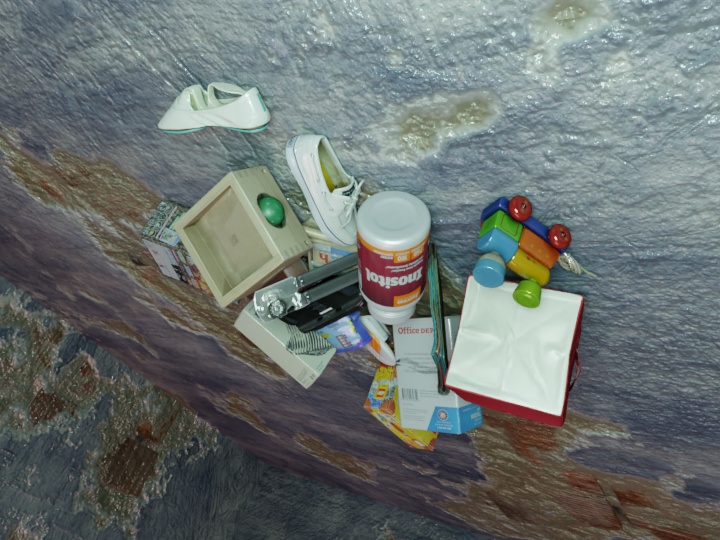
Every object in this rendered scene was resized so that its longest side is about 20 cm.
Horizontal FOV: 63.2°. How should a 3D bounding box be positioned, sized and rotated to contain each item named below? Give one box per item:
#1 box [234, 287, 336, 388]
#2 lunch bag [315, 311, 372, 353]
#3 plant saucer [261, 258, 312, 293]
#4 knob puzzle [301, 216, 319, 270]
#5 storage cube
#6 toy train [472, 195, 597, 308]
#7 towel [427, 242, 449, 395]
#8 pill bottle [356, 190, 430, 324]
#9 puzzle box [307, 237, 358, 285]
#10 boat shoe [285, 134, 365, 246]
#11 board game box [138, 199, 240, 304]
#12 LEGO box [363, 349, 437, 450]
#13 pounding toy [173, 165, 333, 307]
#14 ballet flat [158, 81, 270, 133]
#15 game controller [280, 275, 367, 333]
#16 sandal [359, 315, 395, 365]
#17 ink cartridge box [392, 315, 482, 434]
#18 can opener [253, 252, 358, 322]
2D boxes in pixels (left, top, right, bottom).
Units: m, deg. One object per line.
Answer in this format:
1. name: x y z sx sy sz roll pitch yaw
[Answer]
1. box: -0.151 0.135 1.175 0.199 0.083 0.069 40 136 -3
2. lunch bag: -0.074 0.097 1.200 0.197 0.094 0.153 -8 122 49
3. plant saucer: -0.173 -0.012 1.098 0.198 0.035 0.203 33 150 21
4. knob puzzle: -0.072 -0.009 1.131 0.214 0.031 0.222 20 151 11
5. storage cube: 0.239 0.127 0.900 0.194 0.176 0.180 12 167 22
6. toy train: 0.242 0.001 0.794 0.197 0.118 0.084 32 152 -12
7. towel: 0.124 0.079 0.942 0.021 0.205 0.148 -5 145 9
8. pill bottle: 0.050 -0.012 0.906 0.110 0.114 0.203 16 141 16
9. puzzle box: 0.000 0.000 1.049 0.194 0.026 0.135 13 143 9
10. boat shoe: -0.030 -0.119 0.880 0.084 0.075 0.205 1 133 34
11. board game box: -0.335 -0.037 1.230 0.195 0.099 0.161 19 151 12
12. LEGO box: 0.114 0.302 1.367 0.076 0.152 0.200 -5 139 43
13. pounding toy: -0.160 -0.060 0.960 0.198 0.142 0.187 -33 89 28
14. ballet flat: -0.218 -0.239 0.848 0.194 0.071 0.070 6 147 25
15. game controller: -0.070 0.063 1.086 0.103 0.043 0.198 34 136 -30
16. sandal: 0.014 0.109 1.234 0.207 0.059 0.080 46 157 9
17. ink cartridge box: 0.143 0.189 1.099 0.082 0.207 0.143 -2 176 -44
18. can opener: -0.088 0.028 0.980 0.055 0.195 0.067 67 164 -2
